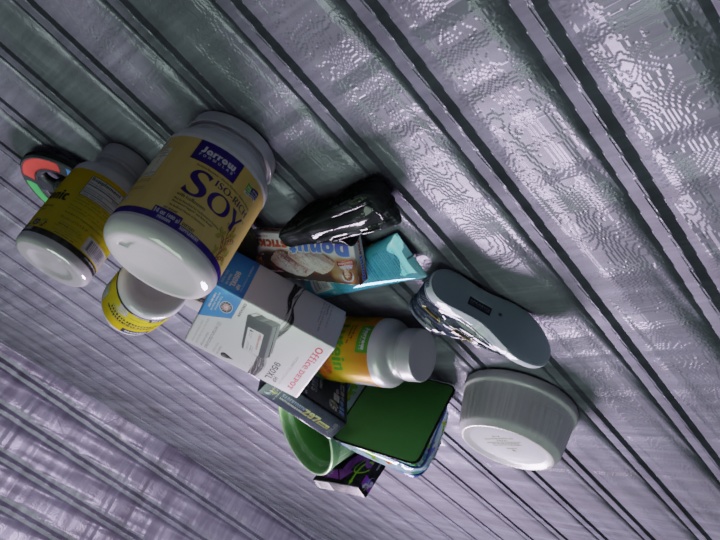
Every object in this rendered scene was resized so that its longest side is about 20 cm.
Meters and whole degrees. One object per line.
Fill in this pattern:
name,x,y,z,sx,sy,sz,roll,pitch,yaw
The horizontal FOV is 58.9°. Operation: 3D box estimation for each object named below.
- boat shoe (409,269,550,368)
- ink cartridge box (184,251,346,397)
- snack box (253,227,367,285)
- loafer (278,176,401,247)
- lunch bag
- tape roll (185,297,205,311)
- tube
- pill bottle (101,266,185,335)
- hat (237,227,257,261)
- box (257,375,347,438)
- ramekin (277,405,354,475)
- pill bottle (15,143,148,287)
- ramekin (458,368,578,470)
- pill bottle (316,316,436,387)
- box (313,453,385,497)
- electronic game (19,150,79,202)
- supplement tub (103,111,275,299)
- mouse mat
boat shoe,0.165,0.075,0.894,0.200,0.071,0.091,35,151,-2
ink cartridge box,-0.143,0.085,0.966,0.199,0.084,0.145,29,129,-9
snack box,-0.080,-0.023,0.926,0.199,0.024,0.072,5,113,36
loafer,-0.032,-0.059,0.825,0.200,0.068,0.071,-16,121,45
lunch bag,0.059,0.279,1.196,0.199,0.161,0.083,17,154,18
tape roll,-0.272,0.005,1.111,0.199,0.066,0.201,18,150,11
tube,0.000,0.000,0.920,0.199,0.051,0.078,-16,126,44
pill bottle,-0.370,0.047,1.073,0.112,0.112,0.200,36,148,-18
hat,-0.251,-0.064,0.962,0.199,0.081,0.201,-1,138,-1
box,-0.095,0.178,1.124,0.157,0.200,0.051,37,112,-18
ramekin,-0.079,0.310,1.325,0.199,0.097,0.201,26,125,46
pill bottle,-0.389,-0.085,0.923,0.111,0.201,0.112,18,149,12
ramekin,0.259,0.259,1.075,0.201,0.095,0.203,19,150,11
pill bottle,0.018,0.132,1.043,0.199,0.112,0.111,-1,141,38
box,0.006,0.386,1.361,0.142,0.200,0.036,-11,118,45
electronic game,-0.489,-0.127,1.093,0.199,0.042,0.200,19,150,12
supplement tub,-0.202,-0.082,0.787,0.144,0.201,0.146,19,150,11
mouse mat,0.062,0.247,1.114,0.160,0.200,0.008,10,125,25
